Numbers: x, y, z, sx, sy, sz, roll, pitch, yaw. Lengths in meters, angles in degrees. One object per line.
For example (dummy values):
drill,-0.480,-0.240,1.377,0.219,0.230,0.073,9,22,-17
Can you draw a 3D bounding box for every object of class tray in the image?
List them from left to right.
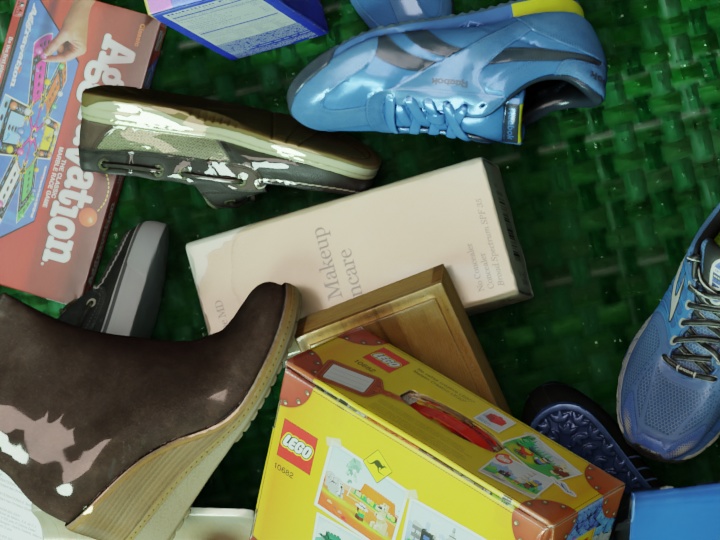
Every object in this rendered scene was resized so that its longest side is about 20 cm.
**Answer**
tray,0.045,0.105,1.650,0.099,0.037,0.200,-21,107,12

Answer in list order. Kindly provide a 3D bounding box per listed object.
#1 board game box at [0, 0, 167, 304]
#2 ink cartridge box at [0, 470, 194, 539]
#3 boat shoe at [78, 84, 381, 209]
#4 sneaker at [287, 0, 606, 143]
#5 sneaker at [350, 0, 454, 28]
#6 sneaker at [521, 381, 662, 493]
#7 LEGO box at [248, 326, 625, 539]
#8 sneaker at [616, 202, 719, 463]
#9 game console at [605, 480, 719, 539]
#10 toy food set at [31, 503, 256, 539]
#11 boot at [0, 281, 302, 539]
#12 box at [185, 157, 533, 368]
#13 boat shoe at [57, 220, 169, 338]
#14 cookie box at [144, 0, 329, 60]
board game box,-0.204,-0.084,1.766,0.103,0.019,0.200,16,90,11
ink cartridge box,-0.193,0.177,1.718,0.136,0.076,0.200,21,92,11
boat shoe,-0.087,-0.072,1.720,0.200,0.073,0.065,14,106,10
sneaker,0.056,-0.113,1.664,0.200,0.066,0.078,-13,60,-2
sneaker,0.005,-0.230,1.703,0.066,0.078,0.200,-19,84,8
sneaker,0.167,0.153,1.654,0.070,0.078,0.200,-31,103,7
LEGO box,0.039,0.149,1.558,0.200,0.077,0.149,31,123,28
sneaker,0.212,0.022,1.618,0.079,0.089,0.200,22,77,14
game console,0.156,0.201,1.617,0.171,0.118,0.200,23,121,40
toy food set,-0.135,0.245,1.636,0.143,0.060,0.200,1,87,8
boot,-0.145,0.057,1.603,0.166,0.072,0.200,34,78,-8
box,0.000,0.000,1.687,0.200,0.078,0.095,-17,85,10
boat shoe,-0.172,0.047,1.690,0.057,0.069,0.200,13,57,7
cookie box,-0.095,-0.232,1.659,0.075,0.200,0.171,-17,83,10
